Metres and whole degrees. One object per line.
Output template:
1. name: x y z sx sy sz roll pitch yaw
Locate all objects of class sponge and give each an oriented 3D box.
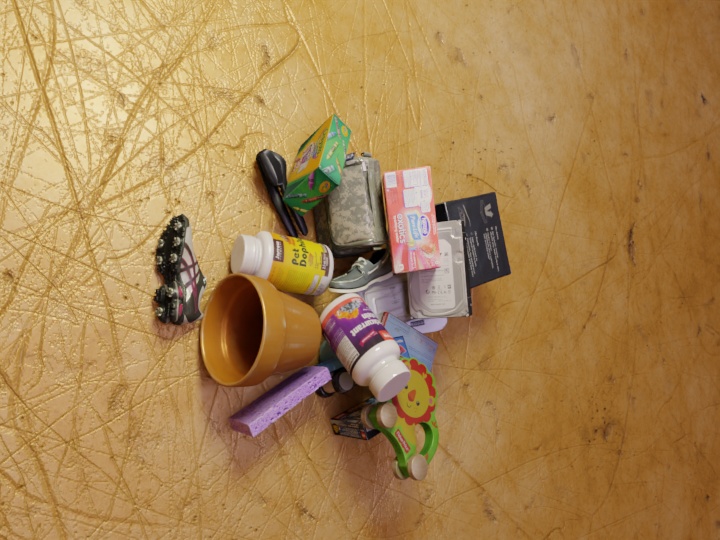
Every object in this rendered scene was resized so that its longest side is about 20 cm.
1. sponge: -0.157 0.253 1.163 0.198 0.111 0.030 -31 99 -33

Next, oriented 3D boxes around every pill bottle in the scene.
1. pill bottle: 0.010 0.152 1.156 0.109 0.113 0.201 -17 53 -34
2. pill bottle: -0.159 -0.015 1.196 0.196 0.108 0.113 11 78 -33

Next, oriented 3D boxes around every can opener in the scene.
1. can opener: -0.169 -0.159 1.242 0.079 0.062 0.205 -50 125 -57

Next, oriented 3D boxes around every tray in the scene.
1. tray: 0.074 0.067 1.306 0.196 0.022 0.111 -13 91 -34

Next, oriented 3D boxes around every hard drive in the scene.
1. hard drive: 0.166 0.000 1.275 0.038 0.136 0.207 -4 90 -63

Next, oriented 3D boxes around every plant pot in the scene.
1. plant pot: -0.178 0.120 1.131 0.181 0.196 0.207 12 77 -48

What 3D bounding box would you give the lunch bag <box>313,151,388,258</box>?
1. lunch bag: -0.012 -0.137 1.279 0.136 0.166 0.207 -6 87 -34

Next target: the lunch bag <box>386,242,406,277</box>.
1. lunch bag: 0.133 -0.017 1.417 0.157 0.082 0.207 15 76 -31

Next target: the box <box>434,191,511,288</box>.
1. box: 0.240 -0.065 1.386 0.196 0.116 0.203 -14 94 -40

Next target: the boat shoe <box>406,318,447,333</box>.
1. boat shoe: 0.105 0.124 1.390 0.194 0.068 0.074 -9 84 -14

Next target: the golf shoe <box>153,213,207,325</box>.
1. golf shoe: -0.335 -0.001 1.107 0.087 0.075 0.207 11 79 -53

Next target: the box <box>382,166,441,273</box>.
1. box: 0.104 -0.101 1.212 0.099 0.095 0.207 -8 89 1

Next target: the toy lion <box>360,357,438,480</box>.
1. toy lion: 0.102 0.292 1.209 0.191 0.068 0.203 -39 102 -41

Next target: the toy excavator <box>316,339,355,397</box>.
1. toy excavator: -0.027 0.151 1.286 0.191 0.099 0.206 -14 84 -36

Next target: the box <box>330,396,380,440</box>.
1. box: 0.048 0.305 1.284 0.196 0.136 0.041 -20 93 -34

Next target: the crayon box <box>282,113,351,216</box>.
1. crayon box: -0.087 -0.221 1.221 0.058 0.118 0.203 37 38 -25

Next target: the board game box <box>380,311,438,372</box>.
1. board game box: 0.101 0.178 1.310 0.198 0.019 0.106 34 68 -42

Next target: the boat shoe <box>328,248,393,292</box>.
1. boat shoe: 0.000 0.000 1.250 0.198 0.071 0.064 -20 111 -48
